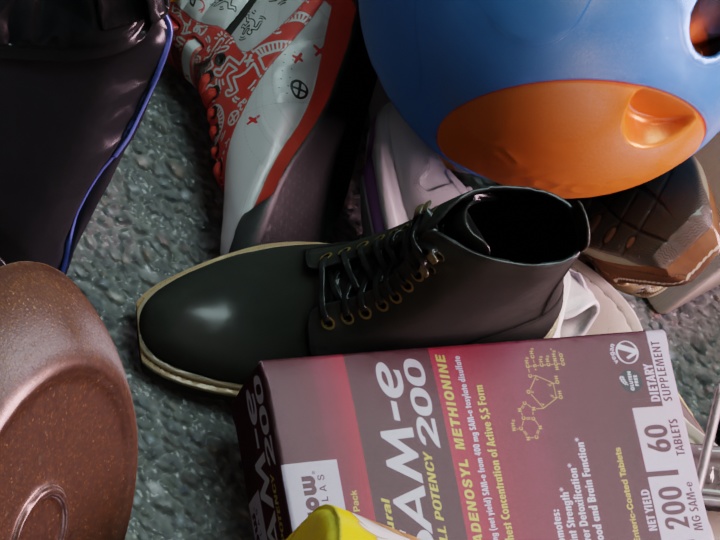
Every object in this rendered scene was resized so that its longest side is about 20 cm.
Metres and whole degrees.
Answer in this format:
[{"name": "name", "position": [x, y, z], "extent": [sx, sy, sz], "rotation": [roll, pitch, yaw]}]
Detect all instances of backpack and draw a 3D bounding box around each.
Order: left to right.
[{"name": "backpack", "position": [-0.198, -0.088, 1.248], "extent": [0.190, 0.201, 0.154], "rotation": [20, 10, -28]}]

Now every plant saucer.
[{"name": "plant saucer", "position": [-0.136, 0.098, 1.125], "extent": [0.036, 0.202, 0.200], "rotation": [16, 32, 23]}]

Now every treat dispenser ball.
[{"name": "treat dispenser ball", "position": [0.098, -0.135, 1.402], "extent": [0.200, 0.201, 0.202], "rotation": [23, 43, -23]}]

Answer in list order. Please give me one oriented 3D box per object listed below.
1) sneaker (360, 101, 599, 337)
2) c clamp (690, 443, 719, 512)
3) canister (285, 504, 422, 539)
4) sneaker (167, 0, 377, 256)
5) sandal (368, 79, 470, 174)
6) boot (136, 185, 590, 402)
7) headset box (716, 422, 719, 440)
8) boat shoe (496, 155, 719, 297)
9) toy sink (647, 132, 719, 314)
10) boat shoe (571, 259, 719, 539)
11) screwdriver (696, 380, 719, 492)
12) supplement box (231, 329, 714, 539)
[{"name": "sneaker", "position": [0.059, 0.005, 1.444], "extent": [0.099, 0.075, 0.201], "rotation": [-16, 68, -6]}, {"name": "c clamp", "position": [0.190, 0.170, 1.407], "extent": [0.199, 0.027, 0.172], "rotation": [13, 88, -16]}, {"name": "canister", "position": [0.042, 0.186, 1.227], "extent": [0.199, 0.149, 0.087], "rotation": [23, 43, -20]}, {"name": "sneaker", "position": [-0.057, -0.082, 1.460], "extent": [0.067, 0.107, 0.203], "rotation": [50, 54, -57]}, {"name": "sandal", "position": [0.017, -0.095, 1.542], "extent": [0.206, 0.060, 0.079], "rotation": [29, 19, 14]}, {"name": "boot", "position": [0.000, 0.000, 1.320], "extent": [0.199, 0.138, 0.078], "rotation": [-7, 71, -10]}, {"name": "headset box", "position": [0.305, 0.089, 1.593], "extent": [0.149, 0.077, 0.200], "rotation": [51, 41, 11]}, {"name": "boat shoe", "position": [0.140, -0.026, 1.504], "extent": [0.074, 0.076, 0.200], "rotation": [48, -3, -22]}, {"name": "toy sink", "position": [0.228, -0.079, 1.630], "extent": [0.200, 0.130, 0.112], "rotation": [-25, 79, -48]}, {"name": "boat shoe", "position": [0.130, 0.074, 1.473], "extent": [0.072, 0.060, 0.200], "rotation": [-37, 74, -10]}, {"name": "screwdriver", "position": [0.145, 0.145, 1.376], "extent": [0.028, 0.029, 0.201], "rotation": [34, 62, -53]}, {"name": "supplement box", "position": [0.050, 0.092, 1.326], "extent": [0.199, 0.061, 0.110], "rotation": [-4, 68, -19]}]
